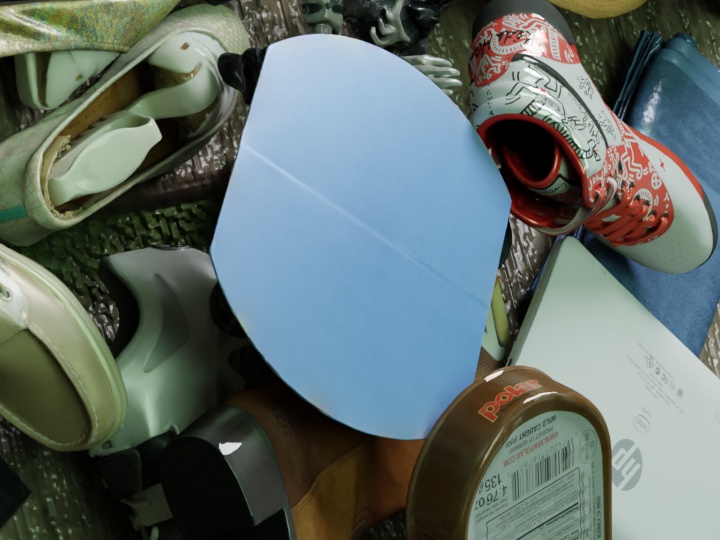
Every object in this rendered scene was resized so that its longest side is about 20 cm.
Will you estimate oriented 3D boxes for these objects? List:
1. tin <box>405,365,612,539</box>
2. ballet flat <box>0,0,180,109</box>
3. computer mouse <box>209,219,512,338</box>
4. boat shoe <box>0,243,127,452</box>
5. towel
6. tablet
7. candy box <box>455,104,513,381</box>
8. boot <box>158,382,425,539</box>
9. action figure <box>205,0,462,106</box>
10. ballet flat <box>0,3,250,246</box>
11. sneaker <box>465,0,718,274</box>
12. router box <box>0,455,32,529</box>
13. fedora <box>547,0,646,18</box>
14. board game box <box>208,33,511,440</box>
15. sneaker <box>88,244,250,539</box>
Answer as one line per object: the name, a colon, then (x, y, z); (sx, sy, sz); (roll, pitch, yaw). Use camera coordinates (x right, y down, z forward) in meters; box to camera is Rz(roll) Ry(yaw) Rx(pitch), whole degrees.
tin: (0.073, 0.142, 1.284); (0.112, 0.042, 0.200); (-24, 125, -32)
ballet flat: (-0.172, -0.105, 1.272); (0.200, 0.071, 0.071); (-8, 85, -37)
computer mouse: (0.000, 0.000, 1.323); (0.200, 0.034, 0.059); (-16, 71, -40)
boat shoe: (-0.189, 0.014, 1.213); (0.200, 0.072, 0.065); (49, 31, -13)
towel: (0.172, -0.032, 1.537); (0.112, 0.048, 0.200); (39, 57, -26)
tablet: (0.146, 0.087, 1.449); (0.200, 0.014, 0.130); (41, 61, -34)
candy box: (0.017, 0.020, 1.395); (0.115, 0.055, 0.201); (-11, 86, -41)
boot: (-0.006, 0.129, 1.284); (0.200, 0.068, 0.189); (-29, 97, -55)
action figure: (0.012, -0.135, 1.357); (0.200, 0.102, 0.119); (-21, 113, -51)
ballet flat: (-0.106, -0.071, 1.314); (0.200, 0.062, 0.068); (-43, 114, -37)
sneaker: (0.118, -0.041, 1.392); (0.201, 0.067, 0.108); (50, 30, -30)
router box: (-0.257, 0.112, 1.157); (0.149, 0.051, 0.200); (52, 53, -15)
fedora: (0.095, -0.226, 1.498); (0.200, 0.082, 0.201); (10, 74, -38)
board game box: (-0.008, -0.013, 1.266); (0.158, 0.039, 0.200); (32, 53, -27)
sneaker: (-0.103, 0.086, 1.284); (0.088, 0.074, 0.201); (7, 75, -20)
